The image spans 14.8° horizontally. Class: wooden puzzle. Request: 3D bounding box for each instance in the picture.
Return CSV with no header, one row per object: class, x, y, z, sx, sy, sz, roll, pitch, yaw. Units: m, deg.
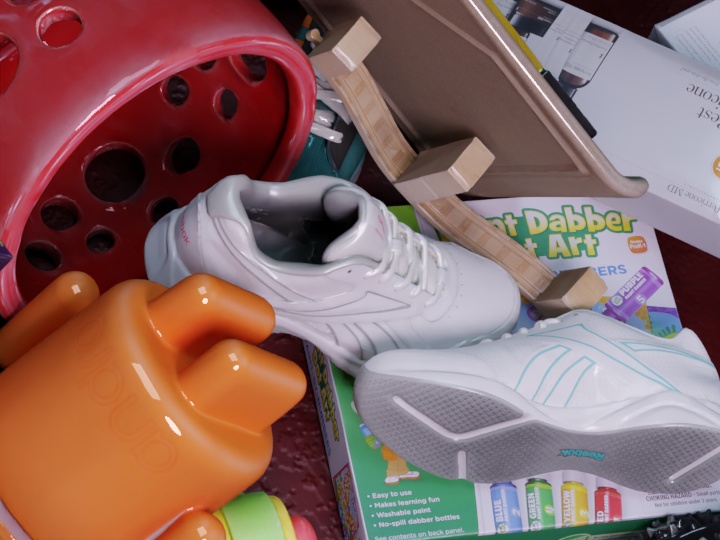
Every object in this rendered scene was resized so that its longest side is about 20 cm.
wooden puzzle,0.042,-0.109,1.395,0.200,0.185,0.037,45,75,-18

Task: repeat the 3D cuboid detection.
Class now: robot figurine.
robot figurine,-0.122,0.082,1.315,0.144,0.200,0.117,50,18,-8

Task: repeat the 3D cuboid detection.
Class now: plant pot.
plant pot,-0.151,-0.095,1.405,0.200,0.201,0.183,-30,60,-27

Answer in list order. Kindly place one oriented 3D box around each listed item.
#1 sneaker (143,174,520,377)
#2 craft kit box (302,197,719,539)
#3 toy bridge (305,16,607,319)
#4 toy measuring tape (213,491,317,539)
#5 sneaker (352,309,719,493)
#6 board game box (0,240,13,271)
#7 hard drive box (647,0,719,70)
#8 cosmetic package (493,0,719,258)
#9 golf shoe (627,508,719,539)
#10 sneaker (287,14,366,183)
sneaker,0.000,0.000,1.370,0.199,0.099,0.078,9,61,-25
craft kit box,0.075,0.056,1.449,0.199,0.049,0.198,-5,57,-15
toy bridge,0.041,-0.050,1.422,0.200,0.067,0.027,47,68,-15
toy measuring tape,-0.064,0.111,1.366,0.073,0.074,0.201,-8,61,-17
sneaker,0.090,0.061,1.390,0.199,0.071,0.080,7,49,-16
board game box,-0.269,0.019,1.328,0.200,0.032,0.120,-45,74,13
hard drive box,0.276,-0.100,1.568,0.199,0.077,0.156,-27,68,-25
cosmetic package,0.127,-0.087,1.486,0.199,0.051,0.083,25,75,21
golf shoe,0.143,0.188,1.363,0.200,0.078,0.095,-31,104,-16
sneaker,-0.010,-0.115,1.510,0.071,0.080,0.200,23,57,2
